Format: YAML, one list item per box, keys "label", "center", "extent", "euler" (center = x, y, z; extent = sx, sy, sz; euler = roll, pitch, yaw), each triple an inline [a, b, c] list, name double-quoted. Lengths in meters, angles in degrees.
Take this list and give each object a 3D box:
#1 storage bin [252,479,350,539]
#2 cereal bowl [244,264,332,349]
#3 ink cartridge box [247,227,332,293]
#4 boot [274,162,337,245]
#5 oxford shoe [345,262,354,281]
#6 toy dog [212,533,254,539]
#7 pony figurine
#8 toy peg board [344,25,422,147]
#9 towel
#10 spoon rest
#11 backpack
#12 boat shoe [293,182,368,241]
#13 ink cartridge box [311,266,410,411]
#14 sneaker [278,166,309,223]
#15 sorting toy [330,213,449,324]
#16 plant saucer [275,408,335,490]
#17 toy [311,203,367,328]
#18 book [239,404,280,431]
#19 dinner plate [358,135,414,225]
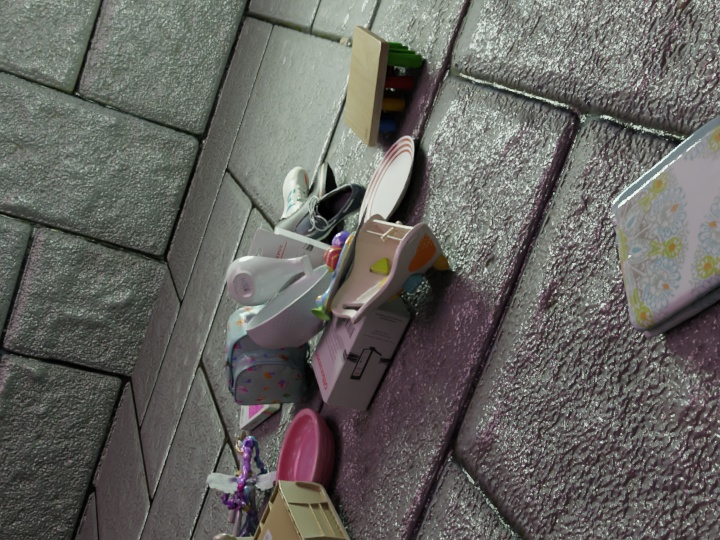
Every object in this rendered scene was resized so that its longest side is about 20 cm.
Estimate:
- label: "storage bin"
  center: [-0.111, 0.497, 1.600]
  extent: [0.202, 0.093, 0.199]
  euler: [-67, 31, 20]
- label: "cereal bowl"
  center: [-0.112, 0.080, 1.733]
  extent: [0.199, 0.084, 0.200]
  euler: [-36, 11, 8]
- label: "ink cartridge box"
  center: [-0.130, -0.010, 1.876]
  extent: [0.067, 0.198, 0.117]
  euler: [-114, 45, -73]
- label: "boot"
  center: [-0.123, -0.134, 2.026]
  extent: [0.137, 0.078, 0.202]
  euler: [-10, 56, 20]
- label: "oxford shoe"
  center: [0.000, 0.000, 1.770]
  extent: [0.200, 0.070, 0.074]
  euler: [-48, 62, 43]
- label: "toy dog"
  center: [-0.216, 0.617, 1.759]
  extent: [0.195, 0.138, 0.201]
  euler: [109, 162, -44]
- label: "pony figurine"
  center: [-0.239, 0.452, 1.938]
  extent: [0.193, 0.164, 0.203]
  euler: [-138, 50, -74]
- label: "toy peg board"
  center: [0.046, -0.368, 1.876]
  extent: [0.200, 0.097, 0.202]
  euler: [-123, 37, -63]
- label: "towel"
  center: [0.342, -0.044, 0.968]
  extent: [0.200, 0.048, 0.173]
  euler: [-47, 37, 49]
- label: "spoon rest"
  center: [-0.172, 0.011, 1.801]
  extent: [0.198, 0.061, 0.100]
  euler: [-14, 99, 28]
- label: "backpack"
  center: [-0.186, 0.169, 1.880]
  extent: [0.154, 0.173, 0.202]
  euler: [-100, 11, -54]
- label: "boat shoe"
  center: [-0.069, -0.117, 1.907]
  extent: [0.199, 0.062, 0.076]
  euler: [-26, 69, 32]
- label: "ink cartridge box"
  center: [-0.003, 0.120, 1.641]
  extent: [0.146, 0.083, 0.202]
  euler: [-113, 43, -59]
- label: "sneaker"
  center: [-0.140, -0.149, 2.202]
  extent: [0.093, 0.070, 0.202]
  euler: [-4, 70, 49]
- label: "sorting toy"
  center: [0.031, 0.011, 1.508]
  extent: [0.180, 0.107, 0.200]
  euler: [-45, 19, -9]
- label: "plant saucer"
  center: [-0.100, 0.363, 1.759]
  extent: [0.201, 0.050, 0.202]
  euler: [-49, 32, 46]
- label: "toy"
  center: [-0.041, -0.011, 1.618]
  extent: [0.115, 0.047, 0.202]
  euler: [100, -171, -67]
- label: "book"
  center: [-0.228, 0.275, 2.140]
  extent: [0.200, 0.048, 0.135]
  euler: [139, 139, -56]
- label: "dinner plate"
  center: [0.054, -0.154, 1.749]
  extent: [0.201, 0.024, 0.201]
  euler: [-54, 23, 36]
